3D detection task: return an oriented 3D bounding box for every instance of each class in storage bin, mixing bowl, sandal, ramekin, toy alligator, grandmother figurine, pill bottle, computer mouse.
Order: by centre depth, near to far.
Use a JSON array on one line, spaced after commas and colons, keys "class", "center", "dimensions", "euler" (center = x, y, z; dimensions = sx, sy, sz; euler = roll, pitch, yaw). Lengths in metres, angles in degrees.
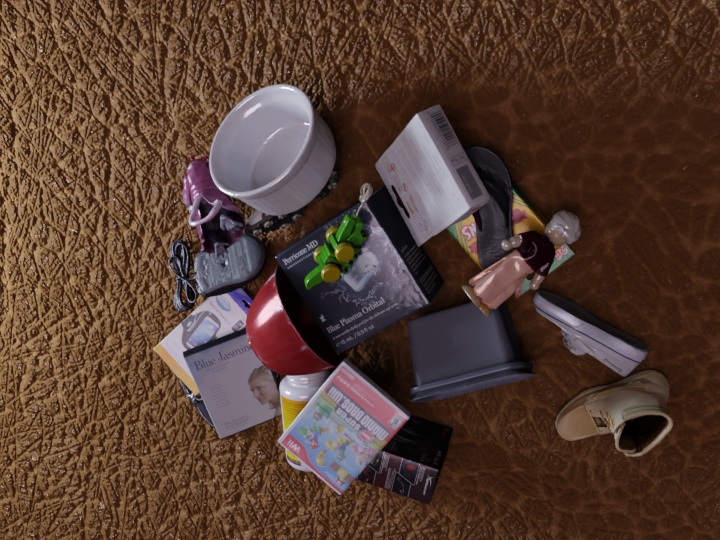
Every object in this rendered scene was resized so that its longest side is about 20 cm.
[{"class": "grandmother figurine", "center": [0.248, -0.017, 1.145], "dimensions": [0.200, 0.121, 0.061], "euler": [-40, 52, 8]}, {"class": "sandal", "center": [0.199, -0.091, 1.155], "dimensions": [0.075, 0.048, 0.202], "euler": [-9, 104, 20]}, {"class": "toy alligator", "center": [-0.018, -0.044, 1.171], "dimensions": [0.054, 0.059, 0.201], "euler": [19, 117, -33]}, {"class": "ramekin", "center": [-0.135, -0.187, 1.214], "dimensions": [0.199, 0.098, 0.202], "euler": [-13, 61, 25]}, {"class": "storage bin", "center": [0.177, 0.131, 1.255], "dimensions": [0.199, 0.145, 0.135], "euler": [-17, 74, 22]}, {"class": "mixing bowl", "center": [-0.123, 0.103, 1.288], "dimensions": [0.108, 0.200, 0.201], "euler": [-34, 95, 15]}, {"class": "computer mouse", "center": [-0.250, -0.007, 1.376], "dimensions": [0.199, 0.053, 0.140], "euler": [-15, 73, 20]}, {"class": "pill bottle", "center": [-0.090, 0.256, 1.385], "dimensions": [0.108, 0.109, 0.202], "euler": [2, 108, 17]}]

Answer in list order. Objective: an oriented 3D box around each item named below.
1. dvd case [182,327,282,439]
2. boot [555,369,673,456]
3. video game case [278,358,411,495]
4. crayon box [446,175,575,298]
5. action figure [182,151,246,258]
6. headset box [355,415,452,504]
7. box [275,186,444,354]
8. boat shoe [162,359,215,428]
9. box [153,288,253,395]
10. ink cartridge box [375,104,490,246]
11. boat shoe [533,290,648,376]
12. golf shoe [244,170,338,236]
[{"class": "dvd case", "center": [-0.228, 0.209, 1.406], "dimensions": [0.142, 0.018, 0.201], "euler": [-20, 116, -7]}, {"class": "boot", "center": [0.396, 0.242, 1.197], "dimensions": [0.199, 0.155, 0.073], "euler": [-29, 97, 24]}, {"class": "video game case", "center": [-0.029, 0.262, 1.257], "dimensions": [0.143, 0.017, 0.200], "euler": [39, 112, 3]}, {"class": "crayon box", "center": [0.231, -0.059, 1.210], "dimensions": [0.127, 0.051, 0.200], "euler": [-42, 92, 24]}, {"class": "action figure", "center": [-0.270, -0.126, 1.297], "dimensions": [0.133, 0.149, 0.201], "euler": [-31, 64, 15]}, {"class": "headset box", "center": [0.049, 0.313, 1.337], "dimensions": [0.199, 0.149, 0.076], "euler": [16, 110, 13]}, {"class": "box", "center": [0.000, 0.000, 1.269], "dimensions": [0.196, 0.117, 0.201], "euler": [-31, 95, 24]}, {"class": "boat shoe", "center": [-0.327, 0.229, 1.478], "dimensions": [0.072, 0.063, 0.201], "euler": [-23, 99, 24]}, {"class": "box", "center": [-0.272, 0.121, 1.413], "dimensions": [0.200, 0.041, 0.119], "euler": [-42, 92, 2]}, {"class": "ink cartridge box", "center": [0.106, -0.139, 1.175], "dimensions": [0.050, 0.200, 0.163], "euler": [-26, 85, -20]}, {"class": "boat shoe", "center": [0.356, 0.107, 1.210], "dimensions": [0.199, 0.074, 0.067], "euler": [30, 111, 6]}, {"class": "golf shoe", "center": [-0.129, -0.133, 1.300], "dimensions": [0.199, 0.077, 0.088], "euler": [-35, 75, 20]}]
